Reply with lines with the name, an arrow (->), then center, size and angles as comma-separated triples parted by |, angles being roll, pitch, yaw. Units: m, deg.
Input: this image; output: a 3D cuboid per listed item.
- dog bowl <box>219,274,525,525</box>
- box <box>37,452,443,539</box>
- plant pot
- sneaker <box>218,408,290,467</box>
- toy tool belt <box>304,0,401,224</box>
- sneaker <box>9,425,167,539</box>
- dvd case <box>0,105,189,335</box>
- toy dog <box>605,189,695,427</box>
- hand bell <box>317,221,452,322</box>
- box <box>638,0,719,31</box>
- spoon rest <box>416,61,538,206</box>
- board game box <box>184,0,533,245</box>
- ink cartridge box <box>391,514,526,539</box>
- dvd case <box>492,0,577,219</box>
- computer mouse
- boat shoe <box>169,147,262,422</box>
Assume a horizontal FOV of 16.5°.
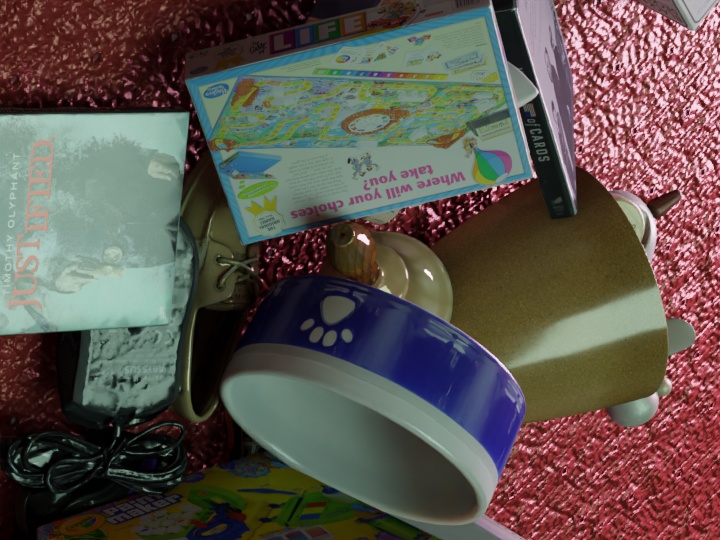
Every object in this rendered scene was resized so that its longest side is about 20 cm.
dog bowl -> 0.009, 0.089, 1.678 | 0.079, 0.199, 0.200 | -64, 143, -22
box -> -0.080, 0.227, 1.650 | 0.199, 0.192, 0.123 | -16, 116, -41
plant pot -> 0.097, 0.040, 1.843 | 0.199, 0.186, 0.187 | -20, 128, -19
sneaker -> -0.058, 0.131, 1.801 | 0.078, 0.077, 0.201 | -5, 116, -41
toy tool belt -> -0.011, -0.140, 1.666 | 0.122, 0.125, 0.201 | 14, 107, -22
sneaker -> -0.214, 0.187, 1.690 | 0.201, 0.069, 0.100 | -54, 138, -17
dvd case -> -0.204, -0.031, 1.552 | 0.199, 0.022, 0.147 | -2, 107, -31
toy dog -> 0.218, 0.012, 1.948 | 0.096, 0.132, 0.201 | -16, 127, -9
hand bell -> 0.000, 0.000, 1.679 | 0.104, 0.104, 0.200 | -53, 165, -5
box -> 0.229, -0.285, 1.841 | 0.117, 0.060, 0.200 | -51, 139, -8
spoon rest -> 0.059, -0.100, 1.735 | 0.099, 0.061, 0.200 | -29, 173, -28
board game box -> 0.000, -0.099, 1.596 | 0.199, 0.034, 0.135 | -13, 125, 6
ink cartridge box -> 0.056, 0.212, 1.863 | 0.083, 0.145, 0.200 | -60, 165, -1
dvd case -> 0.123, -0.159, 1.767 | 0.025, 0.151, 0.201 | -9, 135, 13
computer mouse -> -0.167, 0.046, 1.647 | 0.138, 0.053, 0.201 | 6, 103, -32
boat shoe -> -0.094, 0.005, 1.694 | 0.071, 0.064, 0.201 | -1, 115, -45
